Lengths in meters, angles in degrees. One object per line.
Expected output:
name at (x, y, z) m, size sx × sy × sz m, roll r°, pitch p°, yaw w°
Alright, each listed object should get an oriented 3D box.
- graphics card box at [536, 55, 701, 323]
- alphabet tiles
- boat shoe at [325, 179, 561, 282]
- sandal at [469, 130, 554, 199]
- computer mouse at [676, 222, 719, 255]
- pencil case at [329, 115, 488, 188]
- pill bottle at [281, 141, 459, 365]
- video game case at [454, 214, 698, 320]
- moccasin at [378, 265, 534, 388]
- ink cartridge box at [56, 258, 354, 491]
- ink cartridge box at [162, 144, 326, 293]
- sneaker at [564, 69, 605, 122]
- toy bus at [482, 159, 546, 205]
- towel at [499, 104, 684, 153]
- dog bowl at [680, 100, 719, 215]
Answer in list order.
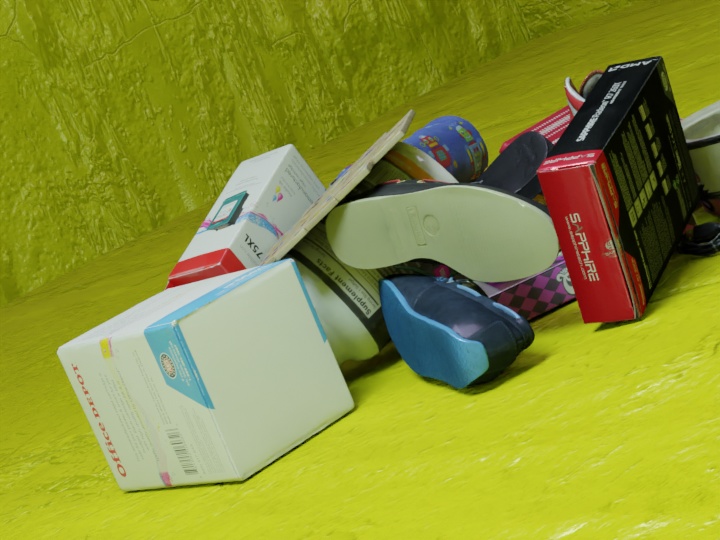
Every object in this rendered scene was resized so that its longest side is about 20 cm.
graphics card box at (0.194, -0.063, 1.354) m, size 0.050 × 0.126 × 0.200 m, roll -8°, pitch 25°, yaw 29°
alphabet tiles at (-0.020, -0.063, 1.476) m, size 0.166 × 0.006 × 0.200 m, roll -43°, pitch 5°, yaw 12°
boat shoe at (0.069, -0.035, 1.367) m, size 0.200 × 0.074 × 0.063 m, roll 2°, pitch 21°, yaw 38°
sandal at (0.092, -0.047, 1.622) m, size 0.201 × 0.043 × 0.076 m, roll -51°, pitch 37°, yaw 11°
computer mouse at (0.308, -0.045, 1.361) m, size 0.199 × 0.034 × 0.058 m, roll -15°, pitch 12°, yaw 46°
pencil case at (0.046, -0.081, 1.673) m, size 0.087 × 0.078 × 0.200 m, roll -47°, pitch -7°, yaw 31°
pill bottle at (0.000, 0.000, 1.505) m, size 0.200 × 0.116 × 0.116 m, roll -46°, pitch 13°, yaw -10°
video game case at (0.159, -0.007, 1.521) m, size 0.199 × 0.036 × 0.181 m, roll -25°, pitch 10°, yaw -8°
moccasin at (0.071, 0.044, 1.366) m, size 0.068 × 0.081 × 0.200 m, roll -20°, pitch 22°, yaw -14°
ink cartridge box at (-0.128, 0.083, 1.423) m, size 0.125 × 0.129 × 0.199 m, roll -30°, pitch 11°, yaw -37°
ink cartridge box at (-0.088, 0.002, 1.586) m, size 0.067 × 0.116 × 0.201 m, roll -15°, pitch 34°, yaw 39°
sneaker at (0.208, -0.122, 1.541) m, size 0.071 × 0.114 × 0.200 m, roll -8°, pitch 15°, yaw 4°
toy bus at (0.161, -0.075, 1.720) m, size 0.078 × 0.066 × 0.200 m, roll 24°, pitch 25°, yaw 13°
towel at (0.246, -0.108, 1.672) m, size 0.199 × 0.023 × 0.144 m, roll 20°, pitch 37°, yaw 38°
dog bowl at (0.351, -0.111, 1.519) m, size 0.199 × 0.074 × 0.200 m, roll -23°, pitch 9°, yaw 4°
